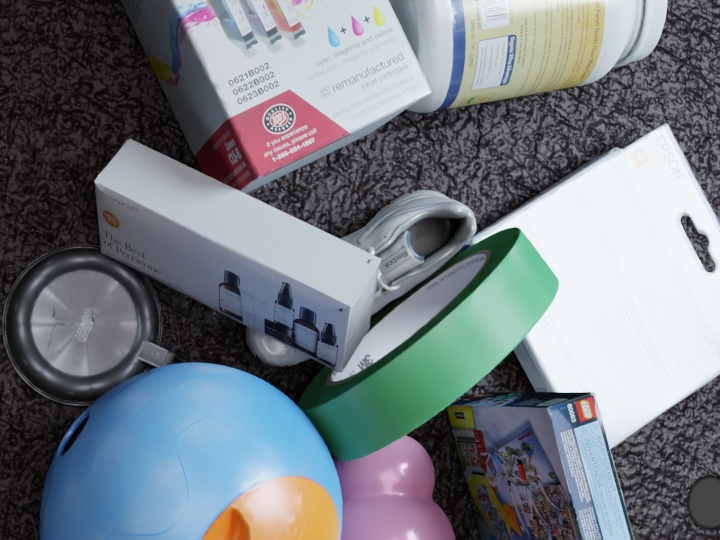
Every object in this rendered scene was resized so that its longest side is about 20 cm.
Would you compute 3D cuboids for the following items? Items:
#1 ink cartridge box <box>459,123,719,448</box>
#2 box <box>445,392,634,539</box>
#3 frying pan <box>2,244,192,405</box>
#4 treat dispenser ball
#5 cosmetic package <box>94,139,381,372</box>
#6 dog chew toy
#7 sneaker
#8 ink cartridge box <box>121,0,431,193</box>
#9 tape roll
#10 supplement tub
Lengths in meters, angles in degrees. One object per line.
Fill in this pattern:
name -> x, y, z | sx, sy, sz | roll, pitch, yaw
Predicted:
ink cartridge box -> 0.205, 0.016, 1.110 | 0.199, 0.041, 0.201 | -30, 94, -17
box -> 0.126, 0.157, 0.992 | 0.037, 0.200, 0.138 | -16, 90, -17
frying pan -> -0.173, 0.066, 1.004 | 0.115, 0.031, 0.190 | -45, 95, -14
treat dispenser ball -> -0.111, 0.163, 0.923 | 0.198, 0.201, 0.204 | 1, 85, -16
cosmetic package -> -0.087, -0.010, 0.962 | 0.198, 0.083, 0.051 | 25, 53, 12
dog chew toy -> 0.016, 0.211, 1.002 | 0.123, 0.124, 0.203 | 3, 77, -16
sneaker -> 0.000, 0.000, 1.028 | 0.199, 0.087, 0.075 | -37, 98, -15
ink cartridge box -> -0.070, -0.174, 0.991 | 0.144, 0.145, 0.202 | -27, 92, -16
tape roll -> 0.046, 0.050, 0.978 | 0.200, 0.200, 0.048 | -42, 97, -15
supplement tub -> 0.114, -0.203, 1.047 | 0.198, 0.144, 0.146 | -11, 89, -17
